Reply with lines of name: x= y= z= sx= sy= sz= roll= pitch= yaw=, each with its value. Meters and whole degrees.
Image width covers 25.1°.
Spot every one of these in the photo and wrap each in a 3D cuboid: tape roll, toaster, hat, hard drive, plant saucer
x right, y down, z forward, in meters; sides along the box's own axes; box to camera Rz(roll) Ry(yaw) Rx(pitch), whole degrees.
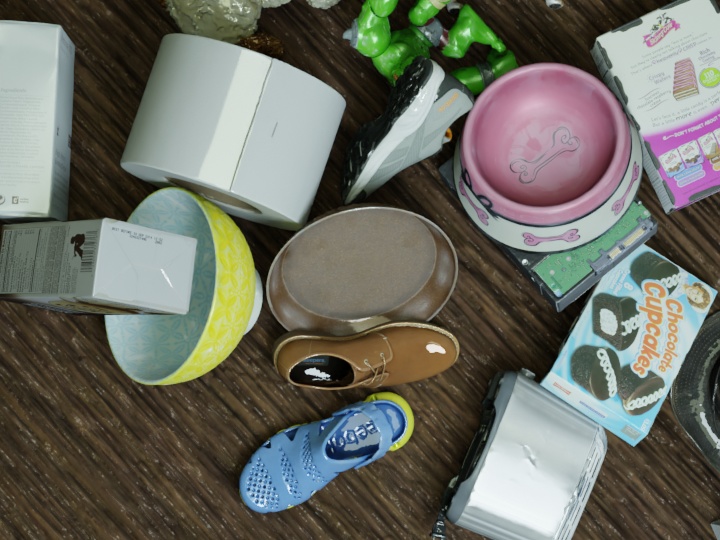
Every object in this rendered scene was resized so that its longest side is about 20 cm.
tape roll: x=-0.129 y=-0.139 z=1.639 sx=0.201 sy=0.203 sz=0.140 roll=18 pitch=84 yaw=1
toaster: x=0.166 y=0.209 z=1.652 sx=0.128 sy=0.114 sz=0.202 roll=24 pitch=83 yaw=0
hat: x=0.426 y=0.130 z=1.675 sx=0.198 sy=0.081 sz=0.203 roll=0 pitch=84 yaw=-1
hard drive: x=0.195 y=-0.074 z=1.689 sx=0.139 sy=0.038 sz=0.200 roll=-39 pitch=67 yaw=-5
plant saucer: x=0.000 y=0.000 z=1.653 sx=0.198 sy=0.201 sz=0.035 roll=-12 pitch=46 yaw=-2

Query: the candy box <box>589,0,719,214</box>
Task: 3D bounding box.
candy box: x=0.347 y=-0.180 z=1.715 sx=0.135 sy=0.061 sz=0.202 roll=-24 pitch=86 yaw=-2

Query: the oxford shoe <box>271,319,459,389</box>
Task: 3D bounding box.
oxford shoe: x=0.011 y=0.098 z=1.670 sx=0.198 sy=0.071 sz=0.072 roll=-6 pitch=110 yaw=-10

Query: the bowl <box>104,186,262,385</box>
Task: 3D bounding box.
bowl: x=-0.165 y=0.022 z=1.658 sx=0.107 sy=0.199 sz=0.202 roll=11 pitch=83 yaw=-41

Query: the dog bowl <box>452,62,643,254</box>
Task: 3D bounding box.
dog bowl: x=0.189 y=-0.123 z=1.649 sx=0.198 sy=0.074 sz=0.202 roll=-3 pitch=70 yaw=9

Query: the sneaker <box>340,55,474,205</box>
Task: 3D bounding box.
sneaker: x=0.042 y=-0.129 z=1.665 sx=0.079 sy=0.200 sz=0.074 roll=23 pitch=42 yaw=-24

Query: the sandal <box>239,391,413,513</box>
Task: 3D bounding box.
sandal: x=-0.038 y=0.185 z=1.666 sx=0.199 sy=0.087 sz=0.080 roll=-31 pitch=87 yaw=-1

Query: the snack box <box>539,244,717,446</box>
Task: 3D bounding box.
snack box: x=0.278 y=0.069 z=1.661 sx=0.116 sy=0.037 sz=0.201 roll=32 pitch=58 yaw=2

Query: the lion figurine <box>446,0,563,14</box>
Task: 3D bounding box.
lion figurine: x=0.167 y=-0.344 z=1.726 sx=0.198 sy=0.073 sz=0.124 roll=1 pitch=74 yaw=5

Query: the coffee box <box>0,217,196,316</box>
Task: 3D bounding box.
coffee box: x=-0.269 y=-0.001 z=1.614 sx=0.112 sy=0.199 sz=0.081 roll=13 pitch=81 yaw=-40

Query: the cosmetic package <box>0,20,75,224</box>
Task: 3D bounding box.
cosmetic package: x=-0.343 y=-0.151 z=1.690 sx=0.073 sy=0.102 sz=0.202 roll=3 pitch=86 yaw=-1

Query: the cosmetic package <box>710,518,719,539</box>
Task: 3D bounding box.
cosmetic package: x=0.431 y=0.344 z=1.655 sx=0.050 sy=0.083 sz=0.202 roll=-24 pitch=86 yaw=-2

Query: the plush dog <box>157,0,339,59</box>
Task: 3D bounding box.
plush dog: x=-0.130 y=-0.310 z=1.695 sx=0.199 sy=0.160 sz=0.172 roll=38 pitch=109 yaw=3

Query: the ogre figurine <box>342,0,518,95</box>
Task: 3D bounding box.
ogre figurine: x=0.069 y=-0.240 z=1.693 sx=0.120 sy=0.200 sz=0.098 roll=-42 pitch=50 yaw=11
